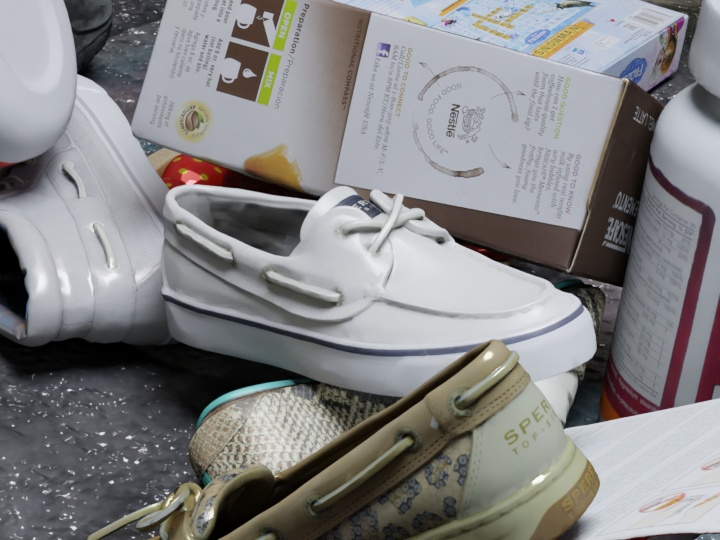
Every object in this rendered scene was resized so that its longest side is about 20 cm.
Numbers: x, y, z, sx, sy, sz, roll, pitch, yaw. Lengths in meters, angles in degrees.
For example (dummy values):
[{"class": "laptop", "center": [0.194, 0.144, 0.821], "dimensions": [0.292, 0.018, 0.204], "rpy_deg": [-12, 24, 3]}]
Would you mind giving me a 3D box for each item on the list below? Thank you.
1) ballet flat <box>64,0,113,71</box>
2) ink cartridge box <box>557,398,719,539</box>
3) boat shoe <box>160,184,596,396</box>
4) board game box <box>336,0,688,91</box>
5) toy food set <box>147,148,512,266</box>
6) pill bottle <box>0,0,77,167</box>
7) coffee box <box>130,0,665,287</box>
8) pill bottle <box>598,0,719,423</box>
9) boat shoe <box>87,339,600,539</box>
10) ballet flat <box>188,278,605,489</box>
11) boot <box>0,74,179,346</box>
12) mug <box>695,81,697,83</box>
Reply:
[{"class": "ballet flat", "center": [-0.191, -0.096, 1.080], "dimensions": [0.066, 0.057, 0.200], "rpy_deg": [40, 38, 2]}, {"class": "ink cartridge box", "center": [0.104, 0.085, 0.689], "dimensions": [0.199, 0.048, 0.160], "rpy_deg": [-15, 6, 44]}, {"class": "boat shoe", "center": [0.000, 0.000, 0.788], "dimensions": [0.199, 0.066, 0.072], "rpy_deg": [11, 27, 43]}, {"class": "board game box", "center": [0.062, -0.136, 1.210], "dimensions": [0.199, 0.041, 0.200], "rpy_deg": [22, 31, 25]}, {"class": "toy food set", "center": [-0.015, -0.034, 0.991], "dimensions": [0.197, 0.049, 0.200], "rpy_deg": [21, 30, 23]}, {"class": "pill bottle", "center": [-0.232, -0.081, 0.900], "dimensions": [0.199, 0.113, 0.113], "rpy_deg": [-15, 21, 20]}, {"class": "coffee box", "center": [0.021, -0.060, 0.868], "dimensions": [0.199, 0.080, 0.114], "rpy_deg": [18, 3, 20]}, {"class": "pill bottle", "center": [0.164, -0.011, 0.831], "dimensions": [0.109, 0.201, 0.110], "rpy_deg": [6, 28, -3]}, {"class": "boat shoe", "center": [-0.019, 0.077, 0.669], "dimensions": [0.199, 0.063, 0.073], "rpy_deg": [-23, 13, 27]}, {"class": "ballet flat", "center": [0.030, 0.064, 0.816], "dimensions": [0.199, 0.068, 0.075], "rpy_deg": [-17, 57, -29]}, {"class": "boot", "center": [-0.148, -0.032, 0.924], "dimensions": [0.095, 0.074, 0.200], "rpy_deg": [-3, 30, -33]}, {"class": "mug", "center": [0.275, -0.044, 1.004], "dimensions": [0.199, 0.134, 0.178], "rpy_deg": [-4, 28, -14]}]
